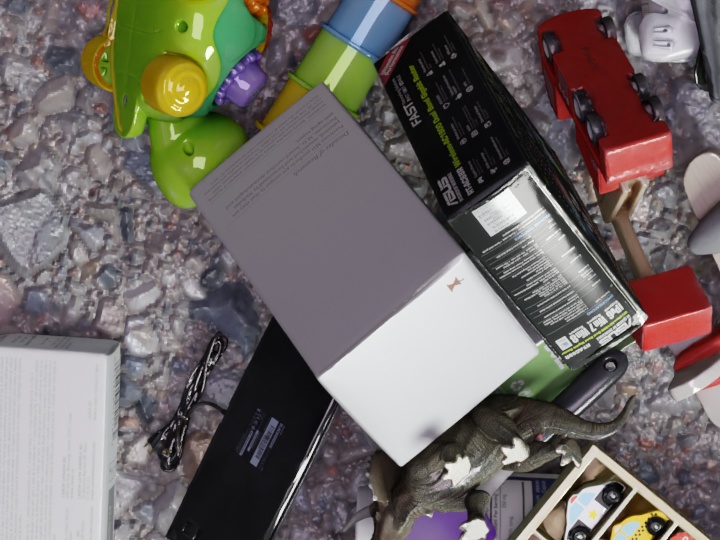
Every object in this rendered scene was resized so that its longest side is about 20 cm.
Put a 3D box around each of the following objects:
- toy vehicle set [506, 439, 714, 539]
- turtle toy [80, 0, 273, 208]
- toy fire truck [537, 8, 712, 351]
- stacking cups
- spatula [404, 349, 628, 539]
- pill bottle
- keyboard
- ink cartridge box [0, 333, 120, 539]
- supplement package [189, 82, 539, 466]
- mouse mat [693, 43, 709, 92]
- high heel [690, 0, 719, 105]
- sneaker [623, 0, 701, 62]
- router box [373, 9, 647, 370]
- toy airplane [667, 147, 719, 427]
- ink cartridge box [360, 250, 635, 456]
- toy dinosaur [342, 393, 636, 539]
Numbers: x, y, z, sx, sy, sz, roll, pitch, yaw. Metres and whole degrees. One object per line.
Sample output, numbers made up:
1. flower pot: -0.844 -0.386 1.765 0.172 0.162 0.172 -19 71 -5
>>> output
1. toy vehicle set: 0.135 0.226 1.361 0.124 0.027 0.200 38 95 -3
2. turtle toy: -0.111 -0.140 1.370 0.101 0.146 0.201 3 102 -30
3. toy fire truck: 0.169 -0.062 1.365 0.049 0.200 0.141 -16 133 -5
4. stacking cups: 0.003 -0.168 1.392 0.060 0.061 0.201 29 98 -4
5. spatula: 0.101 0.124 1.369 0.200 0.021 0.057 -44 68 4
6. pill bottle: 0.095 0.192 1.428 0.199 0.111 0.112 3 100 1
7. keyboard: -0.079 0.105 1.438 0.127 0.021 0.201 32 101 29
8. ink cartridge box: -0.270 0.124 1.462 0.199 0.047 0.161 4 101 6
9. supplement package: 0.000 0.000 1.317 0.117 0.200 0.117 -39 135 1
10. mouse mat: 0.301 -0.208 1.360 0.160 0.008 0.201 1 111 -24
11. high heel: 0.298 -0.197 1.315 0.199 0.071 0.143 -21 125 -5
12. sneaker: 0.181 -0.203 1.373 0.199 0.075 0.115 21 97 -6
13. router box: 0.091 -0.053 1.317 0.062 0.200 0.150 -35 125 10
14. toy airplane: 0.289 0.034 1.380 0.199 0.141 0.200 15 101 -2
15. ink cartridge box: 0.084 0.047 1.401 0.200 0.104 0.059 -35 135 7
16. toy dinosaur: 0.076 0.111 1.325 0.200 0.102 0.077 -36 117 -7
